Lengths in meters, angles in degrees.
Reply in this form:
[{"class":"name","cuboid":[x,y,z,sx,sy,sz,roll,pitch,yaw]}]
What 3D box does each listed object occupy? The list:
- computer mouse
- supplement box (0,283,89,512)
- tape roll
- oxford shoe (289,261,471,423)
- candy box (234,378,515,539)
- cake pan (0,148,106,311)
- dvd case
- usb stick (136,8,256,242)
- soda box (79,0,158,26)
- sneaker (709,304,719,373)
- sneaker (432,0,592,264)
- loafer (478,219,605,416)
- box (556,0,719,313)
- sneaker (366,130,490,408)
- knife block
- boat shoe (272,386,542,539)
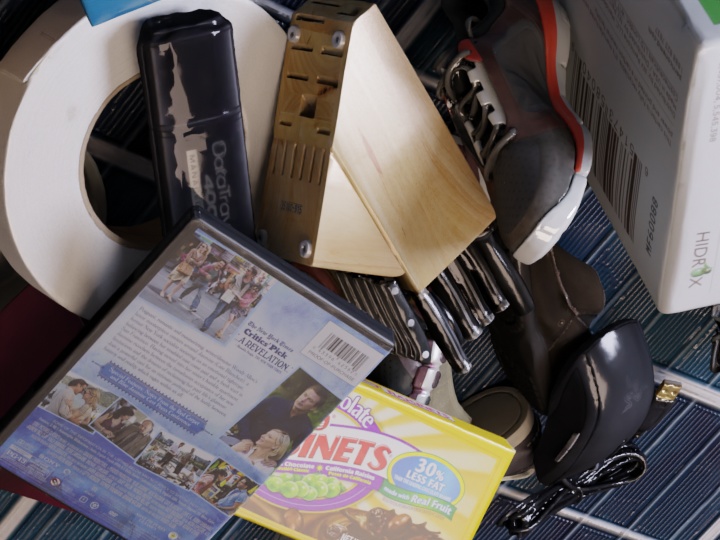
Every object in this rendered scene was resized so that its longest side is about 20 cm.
[{"class":"computer mouse","cuboid":[0.172,0.099,1.896,0.140,0.046,0.200,-26,150,-35]},{"class":"supplement box","cuboid":[-0.145,0.082,1.735,0.110,0.086,0.200,-41,147,16]},{"class":"tape roll","cuboid":[-0.118,-0.068,1.618,0.202,0.037,0.204,-13,115,-30]},{"class":"oxford shoe","cuboid":[0.011,0.051,1.833,0.075,0.070,0.200,-47,135,-22]},{"class":"candy box","cuboid":[-0.018,0.109,1.693,0.199,0.026,0.103,24,95,-18]},{"class":"cake pan","cuboid":[-0.245,-0.030,1.655,0.199,0.037,0.201,-12,134,-12]},{"class":"dvd case","cuboid":[-0.097,0.068,1.617,0.142,0.018,0.200,33,115,-23]},{"class":"usb stick","cuboid":[-0.086,-0.045,1.598,0.055,0.033,0.201,-15,113,-21]},{"class":"soda box","cuboid":[-0.067,-0.206,1.544,0.199,0.068,0.064,-22,136,-2]},{"class":"sneaker","cuboid":[0.249,-0.001,1.828,0.076,0.115,0.200,-5,139,20]},{"class":"sneaker","cuboid":[0.073,-0.087,1.630,0.082,0.200,0.077,21,129,-24]},{"class":"loafer","cuboid":[0.112,0.009,1.825,0.071,0.073,0.200,-35,146,-12]},{"class":"box","cuboid":[0.221,-0.121,1.648,0.171,0.199,0.201,-10,134,-15]},{"class":"sneaker","cuboid":[0.000,0.000,1.732,0.115,0.076,0.201,18,85,-21]},{"class":"knife block","cuboid":[0.033,-0.045,1.654,0.175,0.064,0.201,6,95,-36]},{"class":"boat shoe","cuboid":[0.036,0.154,1.919,0.200,0.073,0.063,-32,132,2]}]
